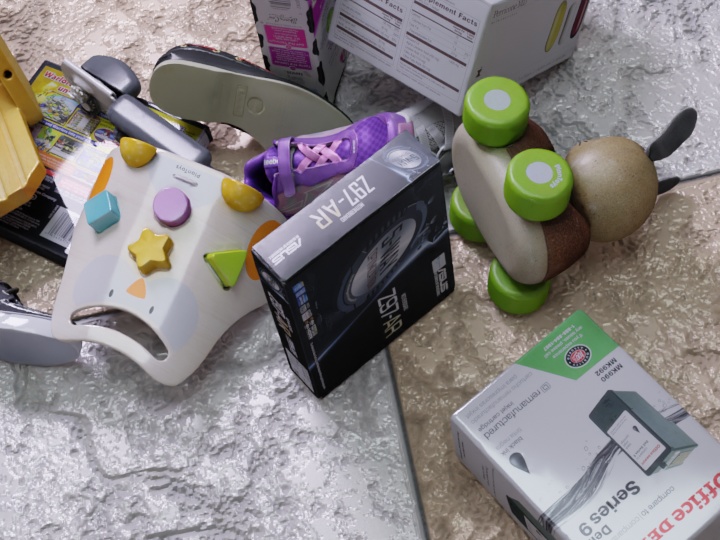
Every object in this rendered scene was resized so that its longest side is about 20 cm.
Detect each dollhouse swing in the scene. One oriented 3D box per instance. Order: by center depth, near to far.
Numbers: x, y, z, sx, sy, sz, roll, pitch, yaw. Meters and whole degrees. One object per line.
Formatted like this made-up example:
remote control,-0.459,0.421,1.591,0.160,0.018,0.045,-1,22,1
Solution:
dollhouse swing,-0.405,-0.136,1.388,0.199,0.183,0.176,-29,29,-2

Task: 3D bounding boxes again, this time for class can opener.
can opener,-0.204,-0.144,1.416,0.066,0.053,0.200,-42,62,-17

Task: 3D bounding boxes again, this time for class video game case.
video game case,-0.267,-0.095,1.444,0.198,0.026,0.182,23,65,21

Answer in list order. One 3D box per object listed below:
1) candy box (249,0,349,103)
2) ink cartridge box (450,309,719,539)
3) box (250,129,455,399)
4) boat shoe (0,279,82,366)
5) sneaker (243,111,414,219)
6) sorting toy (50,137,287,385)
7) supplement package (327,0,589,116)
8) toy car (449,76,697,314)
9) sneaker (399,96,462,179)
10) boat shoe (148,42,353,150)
candy box,-0.050,-0.260,1.406,0.060,0.201,0.138,9,60,13
ink cartridge box,0.189,0.154,1.195,0.146,0.084,0.200,-38,62,-14
box,0.000,0.000,1.246,0.160,0.201,0.044,-38,62,-15
boat shoe,-0.333,0.037,1.354,0.198,0.070,0.067,3,61,19
sneaker,-0.033,-0.087,1.308,0.088,0.199,0.081,16,68,-34
sorting toy,-0.175,0.000,1.313,0.198,0.107,0.181,21,70,8
supplement package,0.097,-0.248,1.383,0.155,0.112,0.199,32,39,24
toy car,0.190,-0.081,1.299,0.198,0.165,0.159,-18,58,-14
sneaker,0.071,-0.110,1.373,0.082,0.075,0.200,29,67,24
boat shoe,-0.094,-0.156,1.411,0.199,0.074,0.063,18,29,-5
